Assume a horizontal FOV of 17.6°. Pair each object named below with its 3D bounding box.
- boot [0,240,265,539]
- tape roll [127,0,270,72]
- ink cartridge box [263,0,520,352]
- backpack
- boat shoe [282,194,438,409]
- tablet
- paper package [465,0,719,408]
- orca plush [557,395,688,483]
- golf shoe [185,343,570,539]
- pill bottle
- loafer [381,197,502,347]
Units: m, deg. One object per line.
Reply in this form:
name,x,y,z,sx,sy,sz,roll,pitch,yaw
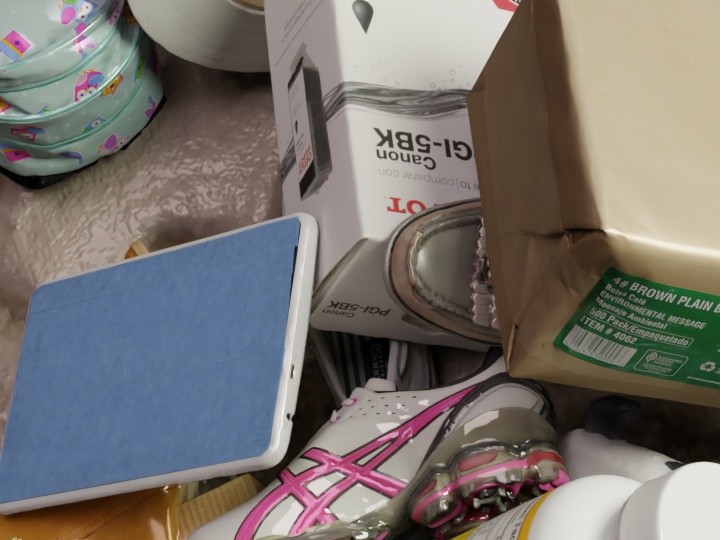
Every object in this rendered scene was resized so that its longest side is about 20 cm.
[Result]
boot,-0.135,0.093,1.200,0.144,0.071,0.202,-26,61,4
tape roll,-0.037,-0.197,1.245,0.202,0.203,0.071,-23,57,7
ink cartridge box,0.038,-0.070,1.177,0.146,0.083,0.201,8,57,-25
backpack,-0.204,-0.143,1.320,0.167,0.127,0.200,-40,60,-8
boat shoe,0.000,0.000,1.204,0.073,0.067,0.201,-23,57,6
tablet,-0.103,0.049,1.146,0.200,0.014,0.131,-14,58,39
paper package,0.163,-0.035,1.040,0.199,0.104,0.191,11,46,-19
orca plush,0.150,0.109,1.084,0.200,0.071,0.106,-17,73,44
golf shoe,0.003,0.102,1.114,0.199,0.073,0.092,-21,56,15
pill bottle,0.088,0.155,1.011,0.200,0.113,0.113,-33,49,42
loafer,0.110,0.005,1.085,0.063,0.199,0.072,-5,77,65
